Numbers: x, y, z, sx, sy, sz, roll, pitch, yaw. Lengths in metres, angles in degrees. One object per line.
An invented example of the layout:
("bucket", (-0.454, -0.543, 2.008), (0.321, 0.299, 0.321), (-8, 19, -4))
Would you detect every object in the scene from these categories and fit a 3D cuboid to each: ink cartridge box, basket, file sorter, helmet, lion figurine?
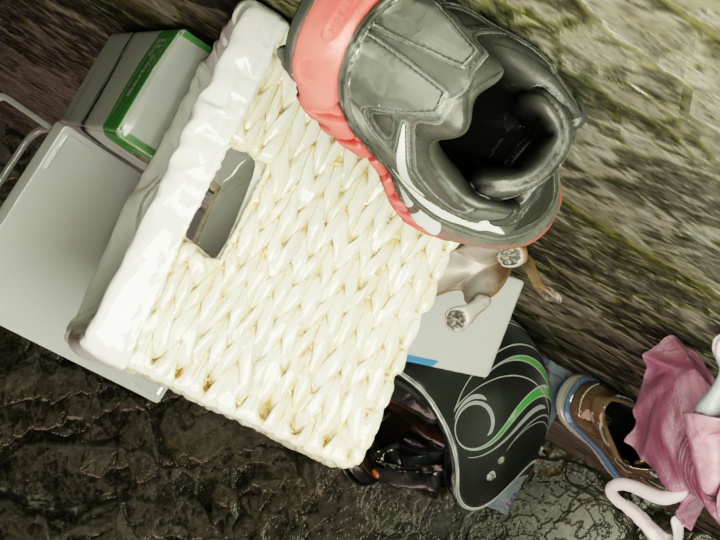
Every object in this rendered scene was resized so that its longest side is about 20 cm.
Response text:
("ink cartridge box", (0.000, 0.000, 1.201), (0.200, 0.085, 0.144), (26, -172, 41))
("basket", (-0.050, -0.013, 0.862), (0.160, 0.199, 0.200), (27, 173, -10))
("file sorter", (-0.209, -0.020, 1.145), (0.124, 0.139, 0.200), (31, 178, 45))
("helmet", (0.083, 0.118, 1.438), (0.200, 0.201, 0.190), (28, -142, 27))
("ink cartridge box", (-0.111, -0.094, 1.077), (0.146, 0.083, 0.200), (32, 175, -23))
("lion figurine", (0.038, -0.002, 1.033), (0.199, 0.073, 0.122), (7, -167, 11))

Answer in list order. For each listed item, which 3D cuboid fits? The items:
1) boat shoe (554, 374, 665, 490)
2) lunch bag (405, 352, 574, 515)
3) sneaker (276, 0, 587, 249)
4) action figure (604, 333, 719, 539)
("boat shoe", (0.277, 0.176, 1.557), (0.200, 0.072, 0.072), (34, 173, -32))
("lunch bag", (0.097, 0.131, 1.624), (0.200, 0.170, 0.127), (25, 177, 37))
("sneaker", (0.048, -0.048, 0.627), (0.098, 0.071, 0.200), (31, 175, 32))
("action figure", (0.214, 0.118, 0.956), (0.134, 0.149, 0.200), (38, -172, -13))
